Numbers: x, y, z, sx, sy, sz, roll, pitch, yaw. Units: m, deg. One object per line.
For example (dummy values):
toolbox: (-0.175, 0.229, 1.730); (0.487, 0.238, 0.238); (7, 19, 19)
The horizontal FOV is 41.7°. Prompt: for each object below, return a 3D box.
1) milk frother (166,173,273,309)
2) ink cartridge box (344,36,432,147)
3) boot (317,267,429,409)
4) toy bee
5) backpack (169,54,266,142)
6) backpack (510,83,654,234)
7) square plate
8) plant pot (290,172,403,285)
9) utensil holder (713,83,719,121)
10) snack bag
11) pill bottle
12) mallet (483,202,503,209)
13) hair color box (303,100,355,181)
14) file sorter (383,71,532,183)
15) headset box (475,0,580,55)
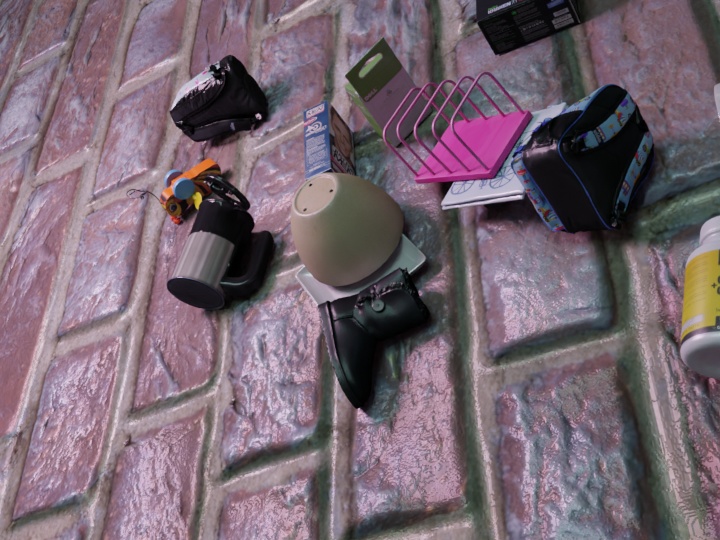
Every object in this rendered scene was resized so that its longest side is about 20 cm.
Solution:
milk frother: (-0.281, -0.056, 1.786); (0.180, 0.200, 0.188); (-3, 55, 30)
ink cartridge box: (0.041, -0.338, 1.771); (0.104, 0.200, 0.059); (-44, 42, -3)
boot: (0.032, 0.103, 1.510); (0.168, 0.076, 0.200); (-23, 56, 9)
toy bee: (-0.392, -0.162, 2.044); (0.200, 0.109, 0.131); (-13, 36, -4)
backpack: (-0.327, -0.379, 2.132); (0.200, 0.167, 0.127); (-25, 25, 23)
backpack: (0.349, -0.176, 1.433); (0.135, 0.183, 0.200); (-8, 36, 53)
square plate: (0.000, 0.000, 1.655); (0.200, 0.028, 0.198); (-41, 42, 2)
plant pot: (-0.044, -0.092, 1.643); (0.200, 0.134, 0.200); (-20, 47, 23)
utensil holder: (0.602, -0.209, 1.275); (0.200, 0.170, 0.170); (-18, 48, 28)
snack bag: (0.237, -0.186, 1.561); (0.189, 0.021, 0.200); (-7, 47, 51)
pill bottle: (0.474, 0.031, 1.212); (0.112, 0.112, 0.200); (-7, 53, 33)
mallet: (0.274, -0.167, 1.543); (0.200, 0.041, 0.066); (-30, 39, 37)
hair color box: (-0.059, -0.225, 1.828); (0.061, 0.100, 0.200); (-23, 46, 20)
file sorter: (0.154, -0.243, 1.592); (0.200, 0.125, 0.139); (3, 55, 56)
headset box: (0.316, -0.536, 1.807); (0.174, 0.093, 0.200); (-16, 48, 25)
